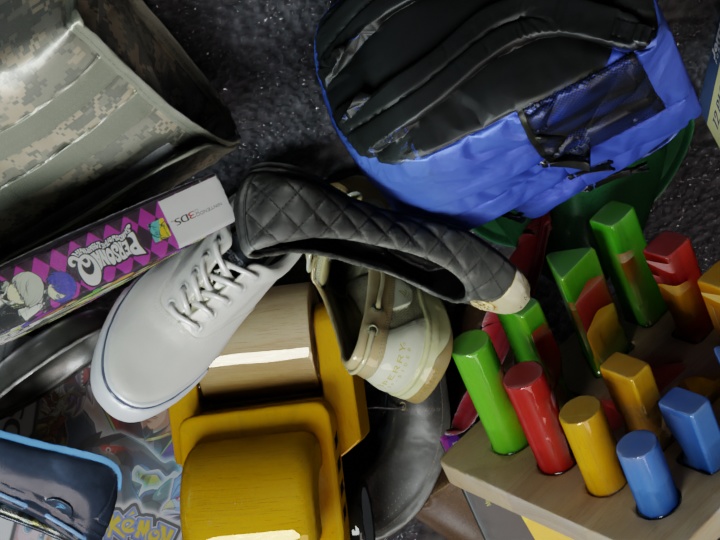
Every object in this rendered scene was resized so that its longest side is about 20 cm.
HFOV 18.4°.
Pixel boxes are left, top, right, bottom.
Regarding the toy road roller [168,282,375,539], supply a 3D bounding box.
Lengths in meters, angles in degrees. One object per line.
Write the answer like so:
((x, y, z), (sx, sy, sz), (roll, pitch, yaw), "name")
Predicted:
((-0.061, 0.112, 1.398), (0.122, 0.202, 0.146), (-7, 180, 7), "toy road roller")

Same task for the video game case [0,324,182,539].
((-0.167, 0.139, 1.493), (0.199, 0.182, 0.025), (14, 173, -30), "video game case")

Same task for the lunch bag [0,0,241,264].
((-0.179, -0.083, 1.287), (0.163, 0.118, 0.200), (-29, 143, 14), "lunch bag")

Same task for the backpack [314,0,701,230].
((0.086, -0.108, 1.317), (0.199, 0.163, 0.168), (-26, 140, 7), "backpack")

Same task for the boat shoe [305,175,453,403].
((-0.001, 0.002, 1.372), (0.063, 0.201, 0.073), (18, 122, -28), "boat shoe")

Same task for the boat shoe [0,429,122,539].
((-0.249, 0.131, 1.390), (0.198, 0.069, 0.084), (12, 168, -8), "boat shoe")

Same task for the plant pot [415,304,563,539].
((0.123, 0.133, 1.563), (0.198, 0.201, 0.200), (30, 119, -31), "plant pot")

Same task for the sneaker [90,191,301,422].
((-0.094, 0.006, 1.367), (0.073, 0.200, 0.071), (39, 150, -5), "sneaker")

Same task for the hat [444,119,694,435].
((0.150, -0.011, 1.423), (0.165, 0.177, 0.200), (13, 129, -27), "hat")

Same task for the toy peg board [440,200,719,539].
((0.165, 0.057, 1.324), (0.200, 0.199, 0.098), (-41, 124, -23), "toy peg board")

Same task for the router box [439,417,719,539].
((0.157, 0.165, 1.459), (0.148, 0.051, 0.201), (-25, 117, 0), "router box")

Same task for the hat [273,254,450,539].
((-0.028, 0.088, 1.510), (0.199, 0.202, 0.081), (-22, 180, 4), "hat")

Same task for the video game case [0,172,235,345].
((-0.189, 0.013, 1.289), (0.181, 0.036, 0.200), (-27, -179, -33), "video game case")

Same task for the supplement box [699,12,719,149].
((0.343, -0.101, 1.383), (0.198, 0.201, 0.135), (-6, 135, -12), "supplement box")

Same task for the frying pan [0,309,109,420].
((-0.167, 0.040, 1.415), (0.189, 0.031, 0.115), (-33, 174, -21), "frying pan")

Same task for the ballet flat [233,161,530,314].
((0.012, -0.007, 1.286), (0.199, 0.057, 0.066), (19, 157, -26), "ballet flat")
